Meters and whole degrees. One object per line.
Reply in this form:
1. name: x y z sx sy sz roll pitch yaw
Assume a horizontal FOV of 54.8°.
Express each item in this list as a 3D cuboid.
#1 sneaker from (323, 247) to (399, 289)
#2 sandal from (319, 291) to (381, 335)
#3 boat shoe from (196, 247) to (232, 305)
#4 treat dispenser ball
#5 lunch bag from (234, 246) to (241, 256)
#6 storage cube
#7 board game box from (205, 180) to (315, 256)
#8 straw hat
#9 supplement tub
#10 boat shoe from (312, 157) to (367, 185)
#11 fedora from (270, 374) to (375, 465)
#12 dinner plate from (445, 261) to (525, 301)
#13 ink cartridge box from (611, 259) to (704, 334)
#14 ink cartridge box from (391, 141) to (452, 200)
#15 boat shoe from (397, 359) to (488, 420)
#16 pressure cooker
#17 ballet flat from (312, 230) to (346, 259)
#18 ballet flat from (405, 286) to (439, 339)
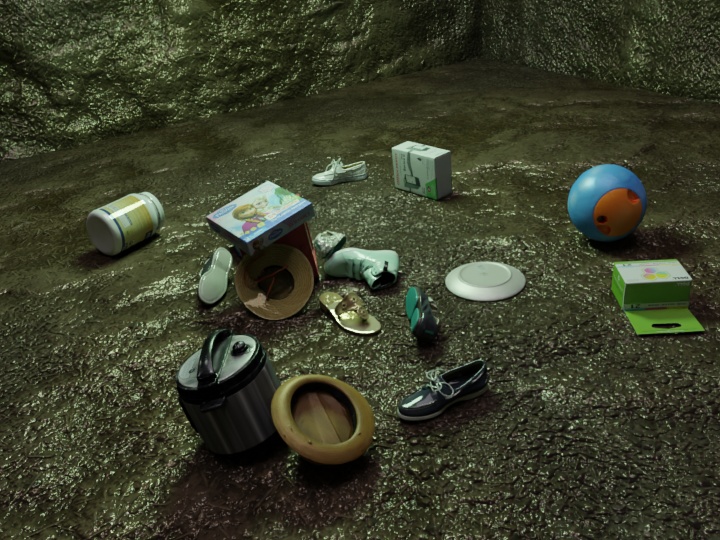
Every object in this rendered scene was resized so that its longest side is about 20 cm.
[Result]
1. sneaker: 0.000 0.000 1.770 0.197 0.075 0.119 -5 30 5
2. sandal: -0.034 0.079 1.625 0.077 0.070 0.211 -22 32 -29
3. boat shoe: -0.390 0.023 1.814 0.060 0.074 0.201 -37 31 32
4. treat dispenser ball: 0.653 -0.178 1.840 0.198 0.203 0.202 -4 27 2
5. lunch bag: -0.283 -0.128 2.020 0.198 0.083 0.161 -19 52 -21
6. storage cube: -0.219 -0.071 1.821 0.177 0.202 0.171 -14 28 -2
7. board game box: -0.247 -0.134 1.710 0.199 0.042 0.199 -35 41 -26
8. straw hat: -0.206 0.034 1.723 0.198 0.204 0.085 -3 -16 4
9. supplement tub: -0.712 -0.147 2.113 0.143 0.146 0.200 13 32 32
10. boat shoe: -0.076 -0.358 2.456 0.199 0.087 0.075 -8 27 -5
11. fedora: -0.071 0.274 1.221 0.198 0.083 0.202 12 35 -8
12. dinner plate: 0.310 0.018 1.729 0.197 0.025 0.201 -4 26 2
13. ink cartridge box: 0.655 0.055 1.528 0.146 0.077 0.201 -3 26 5
14. ink cartridge box: 0.202 -0.330 2.285 0.084 0.148 0.199 -27 33 -33
15. boat shoe: 0.158 0.225 1.316 0.198 0.063 0.075 -15 31 -17
16. pressure cooker: -0.233 0.208 1.248 0.178 0.202 0.175 -36 30 -30
17. ballet flat: -0.085 -0.079 1.876 0.071 0.073 0.200 -1 8 9
18. ballet flat: 0.143 0.100 1.568 0.072 0.074 0.200 -5 21 1
